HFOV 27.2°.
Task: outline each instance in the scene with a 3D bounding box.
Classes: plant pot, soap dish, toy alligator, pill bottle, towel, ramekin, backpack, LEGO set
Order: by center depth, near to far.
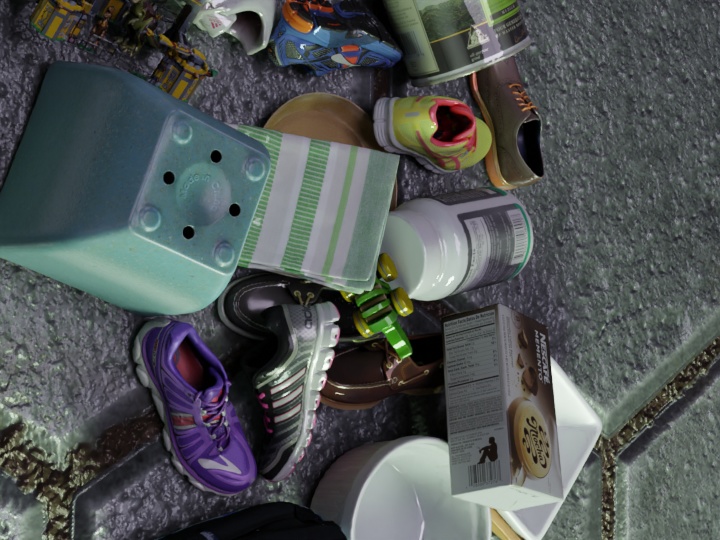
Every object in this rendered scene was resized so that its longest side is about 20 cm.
[{"bbox_3d":[-0.194,-0.073,1.367,0.195,0.200,0.197,26,78,-34],"label":"plant pot"},{"bbox_3d":[-0.208,-0.262,1.393,0.199,0.116,0.154,28,25,-19],"label":"LEGO set"},{"bbox_3d":[-0.104,0.304,1.467,0.200,0.163,0.154,-31,128,-35],"label":"backpack"},{"bbox_3d":[-0.071,-0.067,1.520,0.199,0.023,0.153,12,77,1],"label":"towel"},{"bbox_3d":[0.000,0.000,1.547,0.201,0.059,0.054,65,15,10],"label":"toy alligator"},{"bbox_3d":[0.035,0.277,1.604,0.199,0.105,0.201,3,86,-39],"label":"ramekin"},{"bbox_3d":[-0.044,-0.091,1.611,0.199,0.027,0.201,2,86,-40],"label":"plant pot"},{"bbox_3d":[0.094,-0.028,1.642,0.199,0.113,0.114,-12,95,-50],"label":"pill bottle"},{"bbox_3d":[0.184,0.205,1.744,0.157,0.081,0.200,49,60,-26],"label":"soap dish"}]

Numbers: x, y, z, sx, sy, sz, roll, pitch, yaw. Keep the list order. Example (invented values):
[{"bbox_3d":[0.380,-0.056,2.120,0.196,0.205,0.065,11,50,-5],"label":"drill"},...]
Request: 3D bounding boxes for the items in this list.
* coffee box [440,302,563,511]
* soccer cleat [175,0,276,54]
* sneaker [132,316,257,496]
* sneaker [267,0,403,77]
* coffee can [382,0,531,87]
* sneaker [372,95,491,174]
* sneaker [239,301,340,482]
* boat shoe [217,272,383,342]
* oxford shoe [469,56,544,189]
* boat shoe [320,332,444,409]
[{"bbox_3d":[0.152,0.149,1.611,0.113,0.080,0.201,25,56,-50],"label":"coffee box"},{"bbox_3d":[-0.161,-0.288,1.492,0.199,0.070,0.087,26,54,-37],"label":"soccer cleat"},{"bbox_3d":[-0.157,0.139,1.471,0.081,0.083,0.201,-39,112,-33],"label":"sneaker"},{"bbox_3d":[-0.030,-0.248,1.609,0.199,0.078,0.076,5,47,-51],"label":"sneaker"},{"bbox_3d":[0.091,-0.324,1.657,0.146,0.146,0.201,-31,107,-35],"label":"coffee can"},{"bbox_3d":[0.102,-0.155,1.679,0.200,0.090,0.079,2,83,-54],"label":"sneaker"},{"bbox_3d":[-0.086,0.119,1.522,0.087,0.074,0.201,12,108,-14],"label":"sneaker"},{"bbox_3d":[-0.055,0.040,1.572,0.200,0.060,0.072,6,85,-39],"label":"boat shoe"},{"bbox_3d":[0.183,-0.199,1.770,0.071,0.073,0.201,-16,97,-38],"label":"oxford shoe"},{"bbox_3d":[0.031,0.100,1.623,0.199,0.070,0.071,-8,52,-43],"label":"boat shoe"}]
